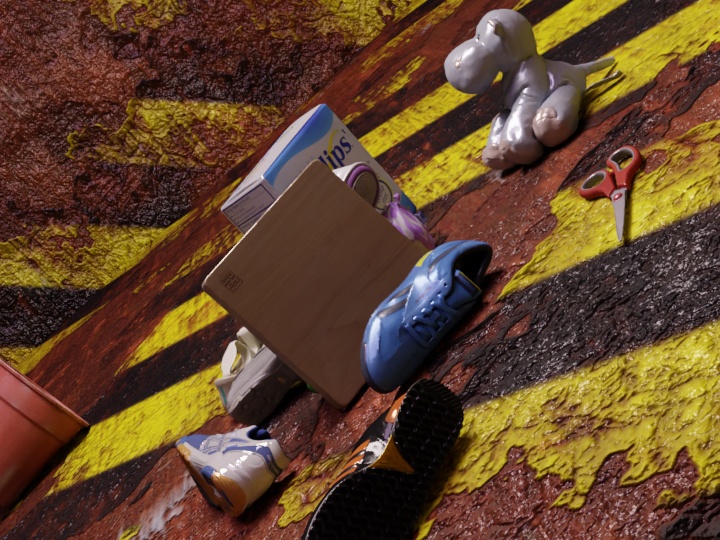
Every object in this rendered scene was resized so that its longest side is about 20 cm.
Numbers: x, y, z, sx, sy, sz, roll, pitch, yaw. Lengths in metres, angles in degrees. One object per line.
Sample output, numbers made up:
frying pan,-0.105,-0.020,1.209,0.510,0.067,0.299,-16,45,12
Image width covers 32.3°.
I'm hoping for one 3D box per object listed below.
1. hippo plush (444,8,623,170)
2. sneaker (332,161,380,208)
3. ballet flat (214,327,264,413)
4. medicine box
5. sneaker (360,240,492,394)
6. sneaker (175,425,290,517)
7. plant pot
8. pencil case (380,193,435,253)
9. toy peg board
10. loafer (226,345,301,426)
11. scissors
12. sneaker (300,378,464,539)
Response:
hippo plush,0.193,-0.235,1.512,0.200,0.161,0.159,-38,15,17
sneaker,-0.048,-0.036,1.481,0.099,0.075,0.201,2,58,51
ballet flat,-0.139,0.106,1.618,0.069,0.070,0.200,-34,17,31
medicine box,-0.051,-0.082,1.647,0.103,0.200,0.183,-28,20,44
sneaker,0.070,0.039,1.253,0.078,0.066,0.200,-18,28,50
sneaker,-0.134,0.206,1.338,0.088,0.076,0.200,-35,18,-19
plant pot,-0.603,0.284,2.130,0.196,0.200,0.201,-54,16,-12
pencil case,0.000,0.000,1.510,0.200,0.086,0.084,-42,8,8
toy peg board,-0.046,0.024,1.377,0.200,0.199,0.098,-49,0,-26
loafer,-0.084,0.099,1.472,0.200,0.070,0.070,-40,31,12
scissors,0.253,-0.078,1.198,0.073,0.014,0.200,-38,13,10
sneaker,0.011,0.181,1.023,0.200,0.070,0.090,-52,2,-32
